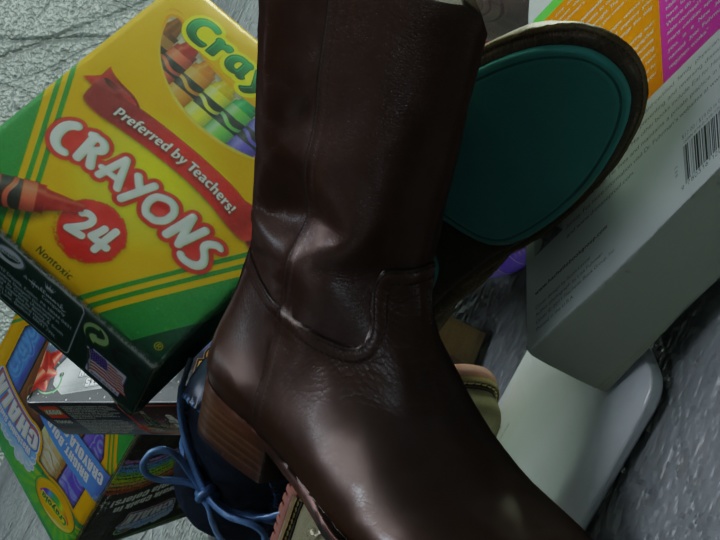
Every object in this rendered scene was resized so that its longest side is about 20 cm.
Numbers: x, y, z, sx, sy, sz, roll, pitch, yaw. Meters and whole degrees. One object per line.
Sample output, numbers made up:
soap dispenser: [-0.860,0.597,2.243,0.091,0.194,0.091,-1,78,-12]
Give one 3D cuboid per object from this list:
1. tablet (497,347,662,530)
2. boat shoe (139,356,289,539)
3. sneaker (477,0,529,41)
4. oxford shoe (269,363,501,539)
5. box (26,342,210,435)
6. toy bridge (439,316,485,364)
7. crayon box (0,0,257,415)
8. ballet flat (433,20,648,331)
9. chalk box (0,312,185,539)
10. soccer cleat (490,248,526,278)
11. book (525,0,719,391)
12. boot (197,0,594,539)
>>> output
tablet: [0.051,0.094,0.773,0.130,0.014,0.200,-97,31,-66]
boat shoe: [-0.048,0.098,0.949,0.069,0.084,0.200,-41,-24,-8]
sneaker: [0.086,-0.181,0.965,0.200,0.073,0.112,-21,52,61]
oxford shoe: [0.001,0.122,0.802,0.200,0.071,0.074,-57,46,26]
box: [-0.067,0.017,1.086,0.200,0.040,0.137,-2,58,33]
toy bridge: [0.002,0.116,0.912,0.067,0.027,0.200,157,134,-76]
crayon box: [-0.081,-0.046,0.948,0.200,0.127,0.051,-46,-7,-35]
ballet flat: [0.034,-0.027,0.736,0.200,0.068,0.072,-53,3,38]
chalk box: [-0.140,0.080,1.255,0.124,0.125,0.200,57,138,20]
soccer cleat: [0.052,-0.040,0.928,0.200,0.067,0.077,-107,5,-60]
book: [0.111,-0.073,0.729,0.134,0.048,0.200,-48,22,38]
boot: [0.023,-0.007,0.660,0.064,0.186,0.200,-13,-59,-49]
